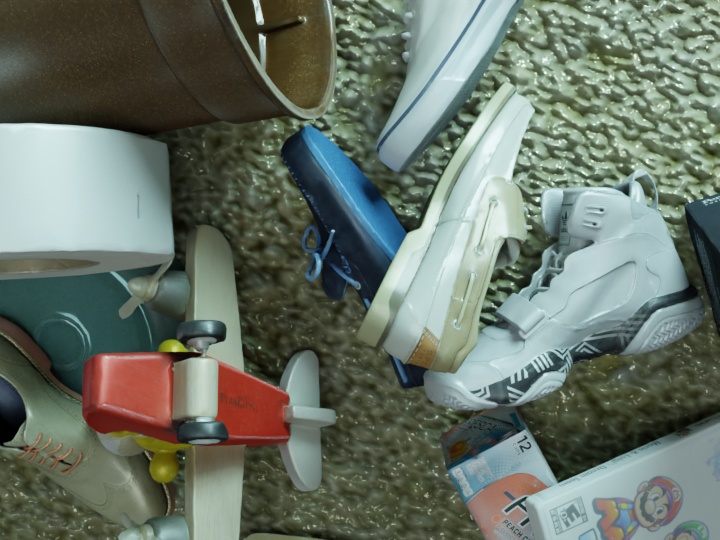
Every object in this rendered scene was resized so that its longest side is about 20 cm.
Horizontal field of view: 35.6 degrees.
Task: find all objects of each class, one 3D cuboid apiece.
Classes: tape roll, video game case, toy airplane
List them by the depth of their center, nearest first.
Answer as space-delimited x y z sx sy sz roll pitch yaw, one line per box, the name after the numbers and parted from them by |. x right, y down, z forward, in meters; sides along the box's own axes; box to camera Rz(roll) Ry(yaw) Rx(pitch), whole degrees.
-0.213 -0.036 0.684 0.200 0.202 0.072 -4 86 8 | tape roll
-0.109 0.095 0.754 0.140 0.201 0.201 -11 117 23 | toy airplane
0.219 0.217 0.773 0.180 0.024 0.202 -19 99 -16 | video game case

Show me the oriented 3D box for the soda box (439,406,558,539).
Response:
0.130 0.197 0.800 0.063 0.068 0.201 -28 101 5 | soda box

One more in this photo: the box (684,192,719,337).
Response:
0.314 -0.002 0.665 0.198 0.182 0.105 -17 103 11 | box

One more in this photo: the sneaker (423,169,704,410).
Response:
0.123 0.011 0.734 0.198 0.075 0.116 -19 99 -10 | sneaker

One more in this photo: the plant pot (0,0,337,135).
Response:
-0.142 -0.166 0.677 0.196 0.200 0.202 -13 104 17 | plant pot

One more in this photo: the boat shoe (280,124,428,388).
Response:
0.000 0.000 0.756 0.068 0.084 0.201 -31 98 17 | boat shoe

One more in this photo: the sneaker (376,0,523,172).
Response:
0.056 -0.161 0.716 0.070 0.073 0.201 32 98 6 | sneaker

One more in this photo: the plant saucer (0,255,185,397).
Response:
-0.214 0.048 0.819 0.197 0.036 0.203 2 105 7 | plant saucer

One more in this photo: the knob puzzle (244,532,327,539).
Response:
-0.046 0.282 0.812 0.217 0.031 0.222 -3 66 7 | knob puzzle

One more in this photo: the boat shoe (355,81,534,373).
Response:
0.070 -0.026 0.707 0.068 0.075 0.201 28 69 2 | boat shoe

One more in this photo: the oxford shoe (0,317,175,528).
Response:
-0.216 0.121 0.782 0.200 0.074 0.071 41 106 -6 | oxford shoe
